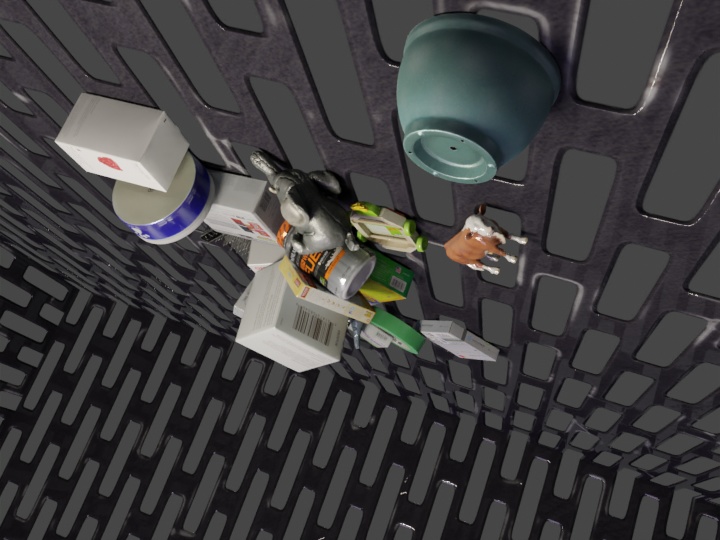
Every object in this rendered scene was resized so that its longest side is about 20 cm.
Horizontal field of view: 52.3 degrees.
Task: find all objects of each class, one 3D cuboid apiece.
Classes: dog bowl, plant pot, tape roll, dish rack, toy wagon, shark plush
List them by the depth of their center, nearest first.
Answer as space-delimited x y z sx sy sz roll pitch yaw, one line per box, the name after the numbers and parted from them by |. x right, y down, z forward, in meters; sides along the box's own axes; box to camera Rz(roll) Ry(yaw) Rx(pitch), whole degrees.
0.128 -0.191 0.893 0.200 0.134 0.200 19 163 6 | plant pot
0.043 -0.092 1.472 0.155 0.040 0.200 10 160 31 | toy wagon
-0.409 -0.160 1.524 0.200 0.200 0.079 13 159 26 | dog bowl
-0.306 -0.075 1.921 0.200 0.055 0.153 27 163 -22 | dish rack
-0.026 0.125 2.033 0.091 0.083 0.200 22 128 20 | shark plush
0.094 0.173 2.150 0.200 0.048 0.200 32 171 6 | tape roll

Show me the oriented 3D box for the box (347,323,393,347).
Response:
0.014 0.178 2.188 0.144 0.036 0.200 34 169 -4 | box

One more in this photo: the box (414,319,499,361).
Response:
0.276 0.200 2.104 0.200 0.041 0.156 32 161 -28 | box

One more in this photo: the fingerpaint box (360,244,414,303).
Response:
0.000 0.000 1.751 0.200 0.074 0.167 29 161 -22 | fingerpaint box

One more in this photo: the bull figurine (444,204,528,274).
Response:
0.223 -0.052 1.330 0.121 0.065 0.200 27 164 -7 | bull figurine

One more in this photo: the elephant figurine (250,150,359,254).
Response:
-0.106 -0.133 1.390 0.155 0.142 0.200 -16 130 14 | elephant figurine

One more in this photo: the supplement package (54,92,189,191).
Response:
-0.465 -0.252 1.442 0.200 0.120 0.121 15 162 18 | supplement package

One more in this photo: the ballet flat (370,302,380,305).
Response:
0.014 0.052 1.904 0.200 0.069 0.068 18 161 9 | ballet flat

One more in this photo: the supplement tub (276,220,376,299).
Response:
-0.076 -0.040 1.577 0.200 0.123 0.123 36 167 15 | supplement tub

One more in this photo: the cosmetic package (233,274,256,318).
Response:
-0.226 0.066 1.974 0.151 0.200 0.052 29 148 3 | cosmetic package

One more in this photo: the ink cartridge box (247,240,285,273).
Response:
-0.176 -0.008 1.855 0.147 0.086 0.200 -3 154 20 | ink cartridge box

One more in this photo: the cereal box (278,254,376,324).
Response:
-0.075 0.042 1.633 0.200 0.040 0.144 24 -165 -33 | cereal box

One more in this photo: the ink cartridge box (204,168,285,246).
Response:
-0.268 -0.139 1.621 0.200 0.084 0.176 14 162 23 | ink cartridge box

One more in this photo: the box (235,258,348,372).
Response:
-0.152 0.107 1.746 0.199 0.200 0.171 31 146 -30 | box
